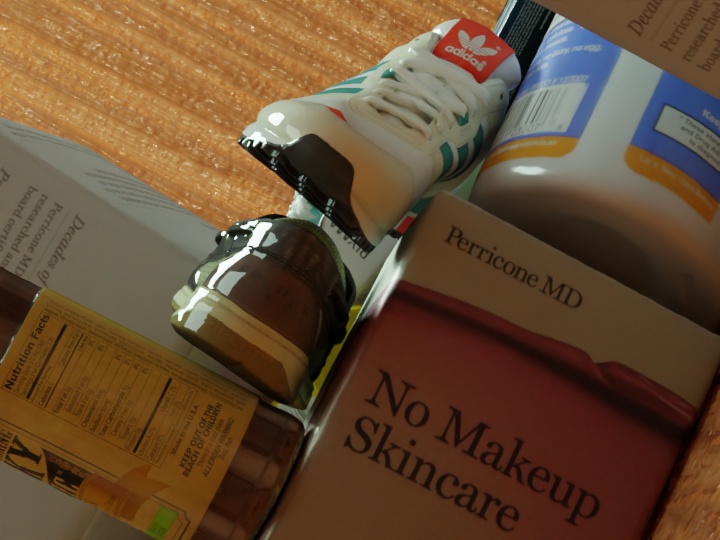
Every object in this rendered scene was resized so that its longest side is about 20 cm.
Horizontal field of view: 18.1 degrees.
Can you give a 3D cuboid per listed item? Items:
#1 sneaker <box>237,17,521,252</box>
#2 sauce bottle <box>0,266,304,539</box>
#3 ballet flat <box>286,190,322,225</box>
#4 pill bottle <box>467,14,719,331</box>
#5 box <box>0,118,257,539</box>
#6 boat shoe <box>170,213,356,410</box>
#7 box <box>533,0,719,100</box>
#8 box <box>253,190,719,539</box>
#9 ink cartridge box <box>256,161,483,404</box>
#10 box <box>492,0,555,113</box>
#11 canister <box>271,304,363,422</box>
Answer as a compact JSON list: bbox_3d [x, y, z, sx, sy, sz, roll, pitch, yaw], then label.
[{"bbox_3d":[0.015,-0.064,0.896,0.093,0.070,0.200,-51,-8,7],"label":"sneaker"},{"bbox_3d":[-0.120,0.037,0.812,0.065,0.199,0.065,-62,2,5],"label":"sauce bottle"},{"bbox_3d":[-0.014,-0.023,1.250,0.200,0.072,0.072,112,-176,-51],"label":"ballet flat"},{"bbox_3d":[0.129,-0.078,0.926,0.200,0.112,0.112,-62,1,-28],"label":"pill bottle"},{"bbox_3d":[-0.153,0.051,1.142,0.200,0.171,0.199,-60,-13,3],"label":"box"},{"bbox_3d":[-0.032,0.012,0.899,0.066,0.072,0.201,-52,1,-1],"label":"boat shoe"},{"bbox_3d":[0.158,-0.195,0.789,0.199,0.171,0.200,-64,2,-42],"label":"box"},{"bbox_3d":[0.033,0.093,0.853,0.201,0.128,0.109,-63,2,-17],"label":"box"},{"bbox_3d":[0.000,0.000,1.139,0.200,0.050,0.162,-44,-11,7],"label":"ink cartridge box"},{"bbox_3d":[0.122,-0.185,1.172,0.200,0.038,0.137,-62,1,27],"label":"box"},{"bbox_3d":[0.000,0.128,1.084,0.200,0.148,0.087,-59,-2,39],"label":"canister"}]
